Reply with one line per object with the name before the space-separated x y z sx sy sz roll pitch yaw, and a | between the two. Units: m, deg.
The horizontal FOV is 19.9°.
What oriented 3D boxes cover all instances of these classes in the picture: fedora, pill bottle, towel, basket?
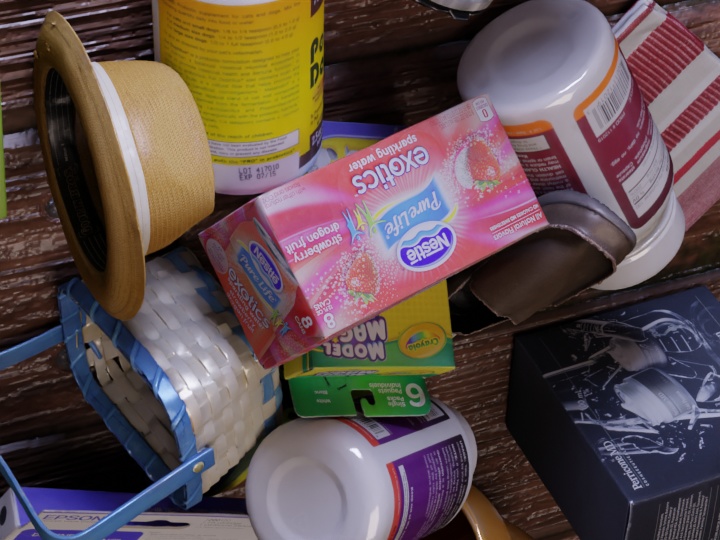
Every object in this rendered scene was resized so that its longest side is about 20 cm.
fedora | -0.142 -0.070 1.262 0.081 0.201 0.202 -14 131 -18
pill bottle | 0.009 0.147 1.471 0.113 0.112 0.200 -57 161 21
pill bottle | 0.155 -0.086 1.452 0.114 0.114 0.200 -33 131 -1
pill bottle | -0.077 -0.156 1.293 0.108 0.109 0.201 -14 131 -18
towel | 0.222 -0.109 1.557 0.144 0.023 0.200 -46 131 14
basket | -0.161 0.090 1.398 0.199 0.176 0.140 -25 141 -24

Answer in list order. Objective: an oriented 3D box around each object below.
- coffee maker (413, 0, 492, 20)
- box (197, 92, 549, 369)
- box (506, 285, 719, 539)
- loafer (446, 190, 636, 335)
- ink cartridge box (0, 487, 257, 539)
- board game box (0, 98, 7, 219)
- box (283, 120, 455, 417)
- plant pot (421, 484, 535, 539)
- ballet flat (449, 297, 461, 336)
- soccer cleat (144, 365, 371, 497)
coffee maker | 0.078 -0.286 1.253 0.134 0.193 0.200 23 130 -32
box | 0.010 -0.026 1.342 0.199 0.103 0.095 -25 180 -32
box | 0.240 0.129 1.631 0.181 0.200 0.105 -15 133 -18
loafer | 0.118 0.006 1.436 0.073 0.071 0.200 36 149 -15
ink cartridge box | -0.181 0.196 1.505 0.197 0.044 0.200 6 152 -31
board game box | -0.273 -0.107 1.248 0.101 0.048 0.201 -26 136 -34
box | 0.000 0.000 1.413 0.117 0.202 0.048 1 169 -29
plant pot | 0.064 0.261 1.663 0.200 0.200 0.183 -50 148 15
ballet flat | 0.036 0.035 1.539 0.199 0.063 0.069 -14 131 -19
soccer cleat | -0.073 0.119 1.561 0.199 0.065 0.084 -24 163 -15
